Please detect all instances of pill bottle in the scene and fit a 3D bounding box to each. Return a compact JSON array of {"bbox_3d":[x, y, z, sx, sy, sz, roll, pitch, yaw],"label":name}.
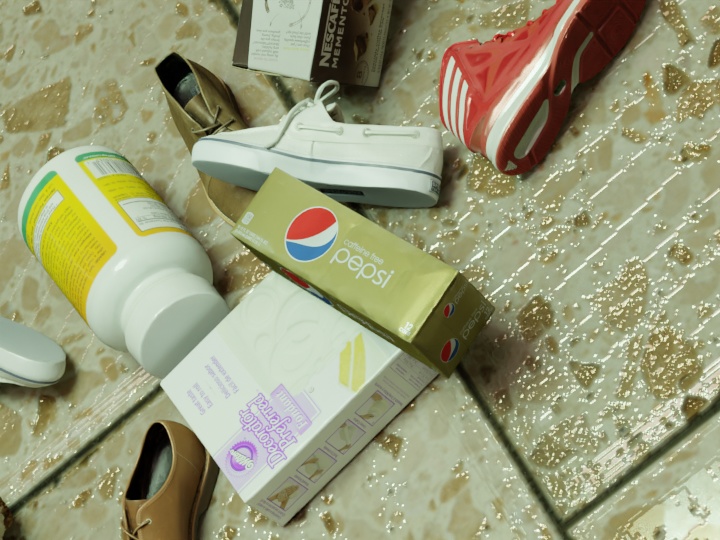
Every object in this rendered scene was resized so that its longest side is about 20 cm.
[{"bbox_3d":[-0.189,-0.005,1.740,0.113,0.113,0.200,-46,51,3],"label":"pill bottle"}]

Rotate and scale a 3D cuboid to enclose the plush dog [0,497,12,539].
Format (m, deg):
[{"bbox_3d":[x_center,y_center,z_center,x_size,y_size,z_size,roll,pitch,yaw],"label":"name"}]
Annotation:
[{"bbox_3d":[-0.353,0.241,1.700,0.160,0.200,0.172,44,104,6],"label":"plush dog"}]

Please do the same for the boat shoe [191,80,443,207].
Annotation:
[{"bbox_3d":[-0.031,-0.105,1.688,0.200,0.075,0.087,6,76,14],"label":"boat shoe"}]

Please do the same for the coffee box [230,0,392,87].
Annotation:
[{"bbox_3d":[-0.028,-0.252,1.719,0.079,0.113,0.202,14,98,29],"label":"coffee box"}]

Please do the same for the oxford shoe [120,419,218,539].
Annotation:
[{"bbox_3d":[-0.162,0.210,1.639,0.071,0.071,0.201,-7,64,27],"label":"oxford shoe"}]

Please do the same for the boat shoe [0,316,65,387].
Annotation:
[{"bbox_3d":[-0.329,0.076,1.825,0.199,0.071,0.070,18,103,33],"label":"boat shoe"}]

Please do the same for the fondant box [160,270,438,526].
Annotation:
[{"bbox_3d":[-0.039,0.072,1.640,0.200,0.058,0.144,-45,51,5],"label":"fondant box"}]

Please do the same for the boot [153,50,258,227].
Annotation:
[{"bbox_3d":[-0.117,-0.104,1.772,0.073,0.075,0.200,-38,54,4],"label":"boot"}]

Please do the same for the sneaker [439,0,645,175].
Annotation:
[{"bbox_3d":[0.129,-0.182,1.657,0.115,0.078,0.200,33,85,38],"label":"sneaker"}]

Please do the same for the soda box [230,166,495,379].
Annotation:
[{"bbox_3d":[0.000,0.000,1.574,0.199,0.068,0.064,30,82,38],"label":"soda box"}]
